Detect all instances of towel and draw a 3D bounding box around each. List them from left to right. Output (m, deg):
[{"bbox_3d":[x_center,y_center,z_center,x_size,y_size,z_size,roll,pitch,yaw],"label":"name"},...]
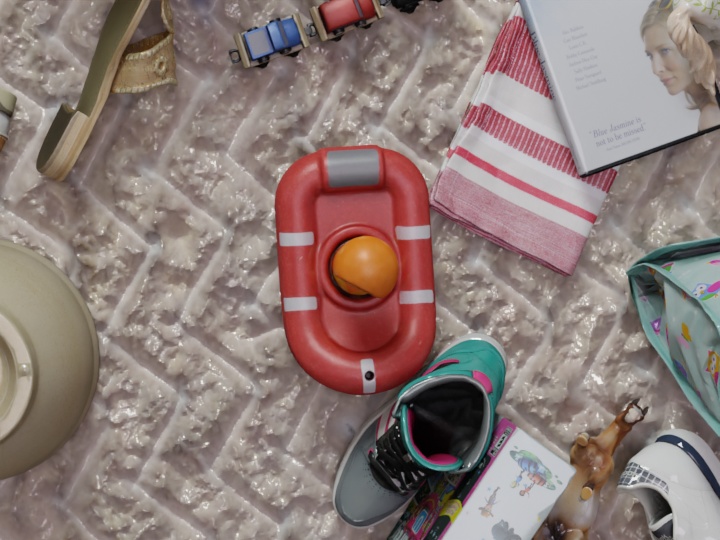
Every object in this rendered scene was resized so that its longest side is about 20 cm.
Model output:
[{"bbox_3d":[0.157,-0.115,1.269,0.143,0.023,0.202,24,90,-8],"label":"towel"}]

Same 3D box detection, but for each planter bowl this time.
[{"bbox_3d":[-0.309,0.076,1.170,0.197,0.135,0.203,0,92,-6],"label":"planter bowl"}]

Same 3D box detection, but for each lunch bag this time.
[{"bbox_3d":[0.323,0.028,1.209,0.168,0.200,0.123,-12,116,-7],"label":"lunch bag"}]

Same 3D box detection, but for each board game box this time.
[{"bbox_3d":[0.078,0.214,1.212,0.064,0.148,0.201,33,88,-7],"label":"board game box"}]

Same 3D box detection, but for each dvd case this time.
[{"bbox_3d":[0.216,-0.195,1.258,0.141,0.018,0.202,-19,89,-12],"label":"dvd case"}]

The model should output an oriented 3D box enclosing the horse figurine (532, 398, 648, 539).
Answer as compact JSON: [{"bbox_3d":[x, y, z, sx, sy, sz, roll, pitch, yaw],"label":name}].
[{"bbox_3d":[0.177,0.202,1.247,0.049,0.132,0.202,22,98,14],"label":"horse figurine"}]

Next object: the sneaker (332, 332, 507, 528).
[{"bbox_3d":[0.044,0.144,1.203,0.083,0.121,0.201,39,102,0],"label":"sneaker"}]

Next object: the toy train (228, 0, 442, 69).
[{"bbox_3d":[-0.014,-0.210,1.234,0.198,0.046,0.034,-21,95,-5],"label":"toy train"}]

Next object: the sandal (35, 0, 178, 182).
[{"bbox_3d":[-0.184,-0.160,1.216,0.069,0.078,0.213,27,95,-26],"label":"sandal"}]

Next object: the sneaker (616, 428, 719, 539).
[{"bbox_3d":[0.295,0.234,1.262,0.080,0.076,0.201,-35,85,-32],"label":"sneaker"}]

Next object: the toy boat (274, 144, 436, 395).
[{"bbox_3d":[0.000,0.000,1.202,0.129,0.131,0.203,-4,93,-6],"label":"toy boat"}]

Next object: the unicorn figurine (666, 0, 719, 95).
[{"bbox_3d":[0.299,-0.261,1.242,0.137,0.073,0.202,32,59,-31],"label":"unicorn figurine"}]

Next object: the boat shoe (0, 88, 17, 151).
[{"bbox_3d":[-0.378,-0.131,1.184,0.197,0.075,0.069,14,85,-7],"label":"boat shoe"}]
